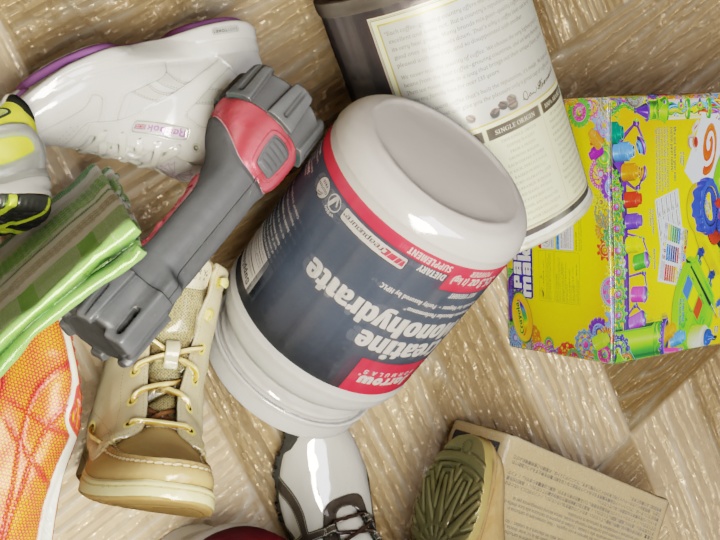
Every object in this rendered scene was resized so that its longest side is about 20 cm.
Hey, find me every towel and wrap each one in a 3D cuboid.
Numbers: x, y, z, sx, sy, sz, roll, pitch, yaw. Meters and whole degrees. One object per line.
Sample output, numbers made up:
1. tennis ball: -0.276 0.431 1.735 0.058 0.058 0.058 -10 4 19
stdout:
1. towel: -0.181 0.011 0.744 0.149 0.200 0.031 -42 110 -2

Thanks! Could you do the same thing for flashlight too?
1. flashlight: -0.102 -0.034 0.808 0.068 0.068 0.200 35 65 6

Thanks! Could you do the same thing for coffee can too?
1. coffee can: 0.068 -0.122 0.962 0.146 0.146 0.200 -31 111 -29

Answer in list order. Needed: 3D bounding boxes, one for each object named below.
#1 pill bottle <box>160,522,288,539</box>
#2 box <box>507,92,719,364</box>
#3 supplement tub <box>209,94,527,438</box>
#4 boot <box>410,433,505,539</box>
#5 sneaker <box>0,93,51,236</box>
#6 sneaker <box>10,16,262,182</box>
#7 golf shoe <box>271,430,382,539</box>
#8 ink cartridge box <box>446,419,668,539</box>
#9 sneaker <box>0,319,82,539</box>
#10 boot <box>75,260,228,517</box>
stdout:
1. pill bottle: -0.064 0.227 0.868 0.113 0.200 0.113 -4 96 -35
2. box: 0.227 -0.041 1.097 0.192 0.122 0.201 -6 97 -35
3. supplement tub: 0.000 0.000 0.878 0.140 0.141 0.200 13 129 -35
4. boot: 0.126 0.218 1.001 0.200 0.066 0.176 15 90 -37
5. sneaker: -0.276 -0.060 0.761 0.199 0.075 0.077 0 73 -16
6. sneaker: -0.136 -0.096 0.854 0.200 0.075 0.100 -22 93 -32
7. golf shoe: -0.006 0.198 0.973 0.078 0.094 0.201 -14 101 -32
8. ink cartridge box: 0.139 0.229 1.090 0.200 0.075 0.165 26 81 -35
9. sneaker: -0.219 0.108 0.825 0.077 0.073 0.201 10 89 -39
10. boot: -0.118 0.065 0.820 0.073 0.200 0.156 15 84 -16
